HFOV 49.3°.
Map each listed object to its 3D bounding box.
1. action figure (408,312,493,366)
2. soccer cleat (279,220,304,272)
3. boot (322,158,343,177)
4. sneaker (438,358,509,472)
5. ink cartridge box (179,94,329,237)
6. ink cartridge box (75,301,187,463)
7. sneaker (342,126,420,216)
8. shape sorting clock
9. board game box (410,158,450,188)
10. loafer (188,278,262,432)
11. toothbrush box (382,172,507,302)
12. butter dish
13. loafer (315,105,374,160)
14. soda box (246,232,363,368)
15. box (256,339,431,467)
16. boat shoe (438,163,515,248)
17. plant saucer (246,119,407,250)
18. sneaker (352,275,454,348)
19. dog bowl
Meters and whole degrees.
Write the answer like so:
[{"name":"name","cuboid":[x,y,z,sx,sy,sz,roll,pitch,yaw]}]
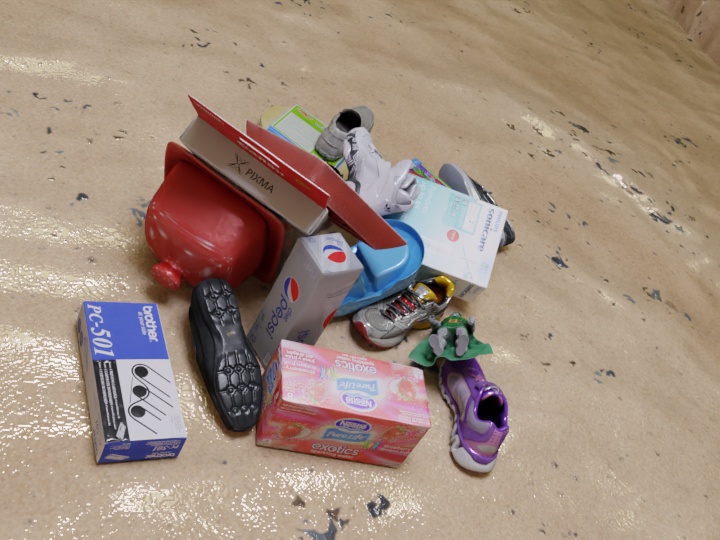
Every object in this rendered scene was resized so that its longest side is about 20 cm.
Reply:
[{"name":"action figure","cuboid":[0.138,0.094,1.178,0.118,0.055,0.200,0,7,9]},{"name":"soccer cleat","cuboid":[-0.092,-0.038,1.125,0.069,0.078,0.200,-18,57,1]},{"name":"boot","cuboid":[-0.051,-0.136,1.285,0.075,0.097,0.200,39,22,-2]},{"name":"sneaker","cuboid":[0.168,0.182,1.114,0.080,0.089,0.200,13,39,-16]},{"name":"ink cartridge box","cuboid":[-0.129,-0.118,0.956,0.200,0.045,0.176,36,-4,0]},{"name":"ink cartridge box","cuboid":[-0.274,0.126,0.927,0.094,0.044,0.200,4,45,-32]},{"name":"sneaker","cuboid":[0.033,-0.154,1.232,0.115,0.075,0.200,-7,49,13]},{"name":"shape sorting clock","cuboid":[-0.094,-0.231,1.434,0.200,0.039,0.200,22,39,-20]},{"name":"board game box","cuboid":[0.087,-0.125,1.430,0.134,0.045,0.200,43,40,15]},{"name":"loafer","cuboid":[-0.174,0.109,0.994,0.068,0.070,0.201,-5,67,-34]},{"name":"toothbrush box","cuboid":[0.122,-0.056,1.286,0.200,0.085,0.147,22,69,-4]},{"name":"butter dish","cuboid":[-0.220,-0.036,1.057,0.199,0.200,0.148,37,63,4]},{"name":"loafer","cuboid":[-0.016,-0.265,1.442,0.070,0.070,0.200,37,36,-2]},{"name":"soda box","cuboid":[-0.075,0.043,1.019,0.068,0.200,0.064,-10,54,-41]},{"name":"box","cuboid":[-0.023,0.171,0.993,0.199,0.103,0.095,15,41,-20]},{"name":"boat shoe","cuboid":[0.225,-0.127,1.498,0.068,0.074,0.199,-15,57,-39]},{"name":"plant saucer","cuboid":[-0.055,-0.106,1.053,0.200,0.037,0.200,35,-4,46]},{"name":"sneaker","cuboid":[0.067,0.053,1.195,0.200,0.082,0.078,-22,62,-44]},{"name":"dog bowl","cuboid":[0.000,0.000,1.168,0.200,0.050,0.112,-23,59,-9]}]
